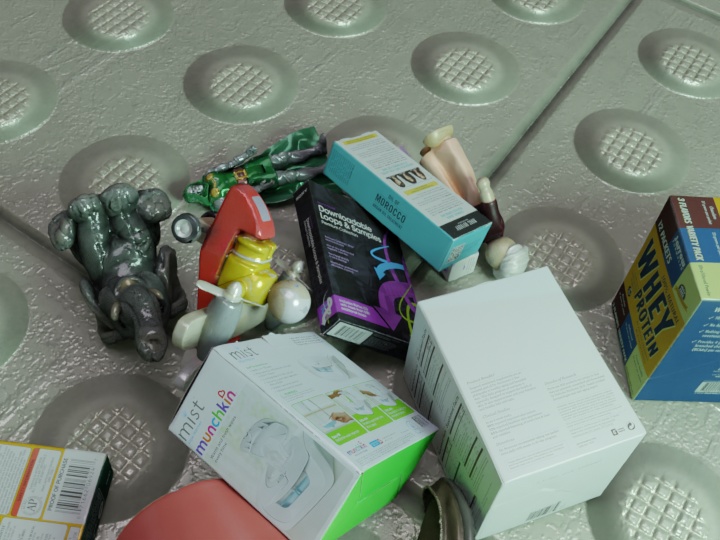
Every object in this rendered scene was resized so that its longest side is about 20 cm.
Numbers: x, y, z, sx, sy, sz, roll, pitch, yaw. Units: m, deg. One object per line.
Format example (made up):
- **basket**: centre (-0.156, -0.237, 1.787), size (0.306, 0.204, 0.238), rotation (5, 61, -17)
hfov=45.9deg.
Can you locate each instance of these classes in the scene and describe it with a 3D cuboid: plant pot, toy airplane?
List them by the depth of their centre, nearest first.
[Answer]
- **plant pot**: centre (-0.116, 0.289, 0.710), size (0.199, 0.202, 0.178), rotation (-22, 47, -20)
- **toy airplane**: centre (-0.120, 0.040, 0.878), size (0.140, 0.200, 0.201), rotation (6, 52, 15)

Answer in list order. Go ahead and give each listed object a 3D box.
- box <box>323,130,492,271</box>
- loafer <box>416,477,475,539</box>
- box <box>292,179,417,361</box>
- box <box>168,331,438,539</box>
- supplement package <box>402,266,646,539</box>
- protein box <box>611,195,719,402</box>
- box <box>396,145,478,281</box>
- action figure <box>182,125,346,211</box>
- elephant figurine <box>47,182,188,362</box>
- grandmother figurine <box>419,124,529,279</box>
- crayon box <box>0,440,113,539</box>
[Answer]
- **box**: centre (0.054, -0.088, 1.018), size (0.200, 0.049, 0.082), rotation (42, 40, 23)
- **loafer**: centre (0.069, 0.288, 0.788), size (0.070, 0.073, 0.201), rotation (3, 53, -4)
- **box**: centre (0.000, 0.000, 0.971), size (0.142, 0.036, 0.201), rotation (21, 40, -39)
- **box**: centre (-0.046, 0.147, 0.801), size (0.176, 0.097, 0.200), rotation (35, 14, 19)
- **supplement package**: centre (0.153, 0.133, 0.864), size (0.150, 0.151, 0.201), rotation (-14, 56, -15)
- **protein box**: centre (0.409, 0.038, 0.927), size (0.196, 0.201, 0.136), rotation (2, 53, -4)
- **box**: centre (0.081, -0.077, 1.082), size (0.038, 0.042, 0.201), rotation (-20, 59, -19)
- **action figure**: centre (-0.130, -0.120, 1.090), size (0.198, 0.055, 0.119), rotation (-19, 60, -14)
- **elephant figurine**: centre (-0.252, 0.019, 0.927), size (0.141, 0.155, 0.201), rotation (-27, 79, 25)
- **grandmother figurine**: centre (0.141, -0.075, 1.045), size (0.060, 0.121, 0.201), rotation (-30, 80, 1)
- **crayon box**: centre (-0.351, 0.228, 0.807), size (0.198, 0.052, 0.127), rotation (8, 53, -1)
